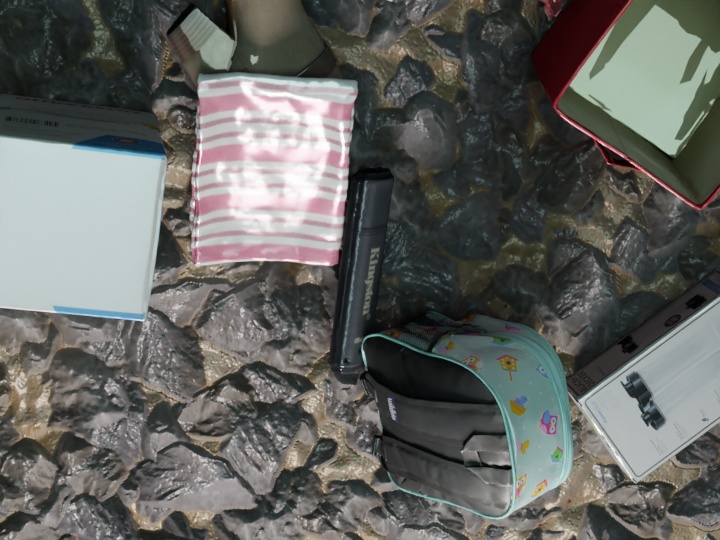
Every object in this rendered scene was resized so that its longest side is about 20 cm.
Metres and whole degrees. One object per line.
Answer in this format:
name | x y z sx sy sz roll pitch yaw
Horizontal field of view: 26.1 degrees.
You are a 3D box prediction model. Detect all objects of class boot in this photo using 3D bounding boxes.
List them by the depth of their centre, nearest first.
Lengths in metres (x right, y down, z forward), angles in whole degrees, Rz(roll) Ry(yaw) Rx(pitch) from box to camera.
boot | -0.071 -0.218 1.396 0.200 0.070 0.146 -43 113 14

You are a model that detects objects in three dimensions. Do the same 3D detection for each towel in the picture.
towel | -0.081 -0.089 1.419 0.146 0.030 0.200 0 126 -10

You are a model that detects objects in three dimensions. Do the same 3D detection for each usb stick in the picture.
usb stick | 0.000 0.000 1.478 0.033 0.055 0.200 14 105 26

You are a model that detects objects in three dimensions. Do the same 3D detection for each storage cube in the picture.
storage cube | 0.276 -0.192 1.393 0.171 0.180 0.200 32 108 -12

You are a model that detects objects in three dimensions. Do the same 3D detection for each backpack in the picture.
backpack | 0.113 0.133 1.455 0.153 0.200 0.176 -16 108 -28

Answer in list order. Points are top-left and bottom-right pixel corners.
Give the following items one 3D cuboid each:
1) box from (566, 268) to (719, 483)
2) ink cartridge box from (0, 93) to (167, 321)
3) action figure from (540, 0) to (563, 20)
box | 0.317 0.105 1.556 0.200 0.060 0.117 -38 107 1
ink cartridge box | -0.252 -0.059 1.340 0.147 0.200 0.146 6 105 -11
action figure | 0.197 -0.327 1.415 0.149 0.134 0.200 1 105 -35
